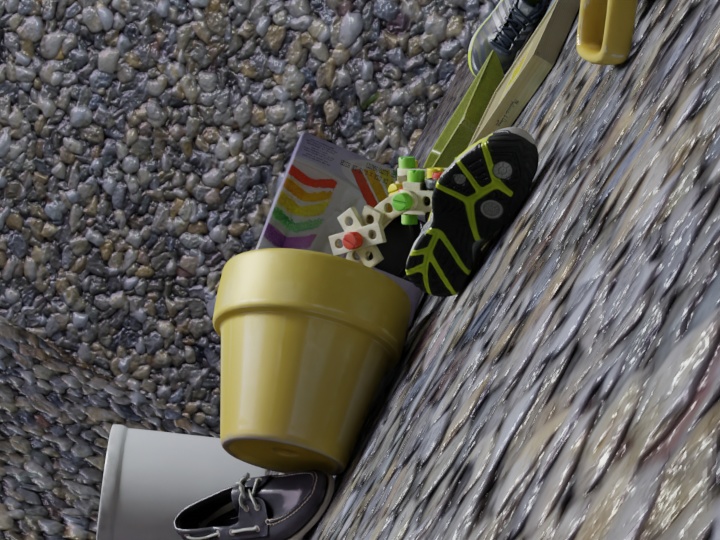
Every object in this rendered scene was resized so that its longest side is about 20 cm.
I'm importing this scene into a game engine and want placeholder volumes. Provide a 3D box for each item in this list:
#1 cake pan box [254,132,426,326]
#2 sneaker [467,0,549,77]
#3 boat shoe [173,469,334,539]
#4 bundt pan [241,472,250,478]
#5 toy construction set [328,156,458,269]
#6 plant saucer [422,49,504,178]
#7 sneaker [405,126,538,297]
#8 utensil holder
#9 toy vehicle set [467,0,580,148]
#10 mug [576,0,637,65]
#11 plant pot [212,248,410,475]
[{"bbox_3d":[-0.007,-0.038,1.620,0.052,0.200,0.184,123,169,-62],"label":"cake pan box"},{"bbox_3d":[0.221,-0.364,2.110,0.200,0.074,0.081,-63,6,-7],"label":"sneaker"},{"bbox_3d":[-0.112,0.245,1.478,0.200,0.063,0.073,-28,38,36],"label":"boat shoe"},{"bbox_3d":[-0.146,0.335,1.644,0.202,0.076,0.202,-61,3,5],"label":"bundt pan"},{"bbox_3d":[0.055,-0.071,1.494,0.200,0.131,0.092,-36,-55,-51],"label":"toy construction set"},{"bbox_3d":[0.133,-0.169,1.945,0.200,0.048,0.200,-58,3,39],"label":"plant saucer"},{"bbox_3d":[0.099,-0.064,1.301,0.200,0.075,0.076,-56,6,45],"label":"sneaker"},{"bbox_3d":[-0.227,0.291,1.843,0.170,0.200,0.170,-172,90,-84],"label":"utensil holder"},{"bbox_3d":[0.191,-0.226,1.710,0.124,0.027,0.200,-63,4,-37],"label":"toy vehicle set"},{"bbox_3d":[0.210,-0.271,1.125,0.149,0.187,0.153,-29,14,1],"label":"mug"},{"bbox_3d":[-0.061,0.103,1.479,0.201,0.201,0.189,126,157,-67],"label":"plant pot"}]
